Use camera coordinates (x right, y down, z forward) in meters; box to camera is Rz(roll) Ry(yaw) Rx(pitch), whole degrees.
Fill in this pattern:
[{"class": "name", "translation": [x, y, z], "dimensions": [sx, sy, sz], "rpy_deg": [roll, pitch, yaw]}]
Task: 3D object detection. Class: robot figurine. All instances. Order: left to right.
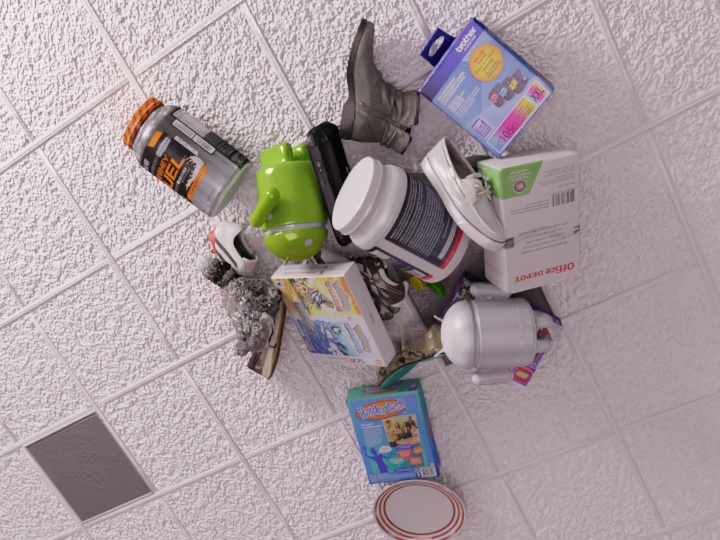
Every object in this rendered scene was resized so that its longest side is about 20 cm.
[{"class": "robot figurine", "translation": [-0.116, -0.110, 1.128], "dimensions": [0.114, 0.174, 0.206], "rpy_deg": [-9, 87, 38]}, {"class": "robot figurine", "translation": [0.220, 0.105, 1.114], "dimensions": [0.194, 0.113, 0.175], "rpy_deg": [-3, 90, -2]}]

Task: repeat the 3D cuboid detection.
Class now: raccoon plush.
[{"class": "raccoon plush", "translation": [-0.226, 0.070, 1.153], "dimensions": [0.196, 0.134, 0.098], "rpy_deg": [24, 115, 1]}]

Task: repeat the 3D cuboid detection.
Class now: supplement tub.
[{"class": "supplement tub", "translation": [-0.300, -0.197, 1.142], "dimensions": [0.198, 0.123, 0.123], "rpy_deg": [36, 113, -4]}, {"class": "supplement tub", "translation": [0.068, -0.080, 1.066], "dimensions": [0.197, 0.141, 0.141], "rpy_deg": [26, 115, -23]}]

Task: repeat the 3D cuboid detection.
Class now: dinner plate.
[{"class": "dinner plate", "translation": [0.122, 0.500, 1.376], "dimensions": [0.194, 0.024, 0.205], "rpy_deg": [2, 120, 4]}]

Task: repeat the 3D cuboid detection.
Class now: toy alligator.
[{"class": "toy alligator", "translation": [0.081, -0.030, 1.177], "dimensions": [0.201, 0.059, 0.054], "rpy_deg": [52, 151, -11]}]

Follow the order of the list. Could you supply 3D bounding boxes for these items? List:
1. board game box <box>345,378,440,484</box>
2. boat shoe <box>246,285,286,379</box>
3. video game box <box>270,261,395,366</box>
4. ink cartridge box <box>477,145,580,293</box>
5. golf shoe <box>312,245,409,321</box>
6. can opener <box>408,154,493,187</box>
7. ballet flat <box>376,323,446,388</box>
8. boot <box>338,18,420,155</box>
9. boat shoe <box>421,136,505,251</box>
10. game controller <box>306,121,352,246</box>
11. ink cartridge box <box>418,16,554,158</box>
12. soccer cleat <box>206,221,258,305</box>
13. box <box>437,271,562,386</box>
[{"class": "board game box", "translation": [0.067, 0.322, 1.317], "dimensions": [0.148, 0.045, 0.205], "rpy_deg": [-9, 110, 14]}, {"class": "boat shoe", "translation": [-0.182, 0.117, 1.271], "dimensions": [0.063, 0.072, 0.204], "rpy_deg": [13, 119, 0]}, {"class": "video game box", "translation": [-0.048, 0.081, 1.190], "dimensions": [0.179, 0.047, 0.203], "rpy_deg": [-4, 123, 38]}, {"class": "ink cartridge box", "translation": [0.275, -0.084, 1.073], "dimensions": [0.142, 0.084, 0.205], "rpy_deg": [-13, 111, -13]}, {"class": "golf shoe", "translation": [0.000, 0.000, 1.200], "dimensions": [0.199, 0.078, 0.095], "rpy_deg": [38, 90, -3]}, {"class": "can opener", "translation": [0.133, -0.152, 1.123], "dimensions": [0.195, 0.068, 0.053], "rpy_deg": [-2, 150, 13]}, {"class": "ballet flat", "translation": [0.090, 0.152, 1.229], "dimensions": [0.199, 0.067, 0.077], "rpy_deg": [-38, 69, 43]}, {"class": "boot", "translation": [0.039, -0.297, 1.079], "dimensions": [0.127, 0.068, 0.204], "rpy_deg": [10, 120, 1]}, {"class": "boat shoe", "translation": [0.170, -0.122, 1.027], "dimensions": [0.066, 0.071, 0.203], "rpy_deg": [-51, 54, 36]}, {"class": "game controller", "translation": [-0.040, -0.148, 1.122], "dimensions": [0.041, 0.105, 0.204], "rpy_deg": [-10, 109, 18]}, {"class": "ink cartridge box", "translation": [0.184, -0.297, 1.041], "dimensions": [0.199, 0.077, 0.137], "rpy_deg": [38, 113, -4]}, {"class": "soccer cleat", "translation": [-0.225, 0.007, 1.236], "dimensions": [0.083, 0.069, 0.205], "rpy_deg": [-5, 106, 24]}, {"class": "box", "translation": [0.246, 0.107, 1.204], "dimensions": [0.196, 0.039, 0.139], "rpy_deg": [26, 113, 0]}]
